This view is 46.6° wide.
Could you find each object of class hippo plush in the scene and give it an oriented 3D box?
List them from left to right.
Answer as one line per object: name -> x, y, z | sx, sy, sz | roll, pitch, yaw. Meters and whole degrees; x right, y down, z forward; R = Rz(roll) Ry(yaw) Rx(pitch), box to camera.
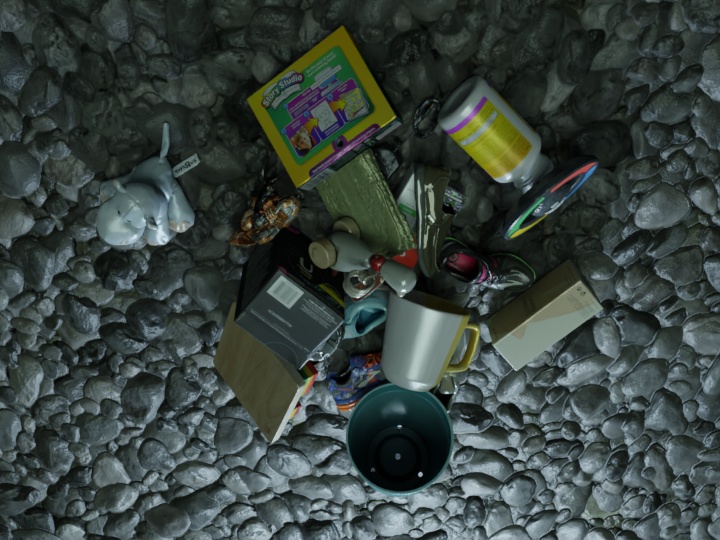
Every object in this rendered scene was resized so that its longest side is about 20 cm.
hippo plush -> -0.352, -0.103, 1.395 | 0.199, 0.162, 0.160 | -37, 112, 16

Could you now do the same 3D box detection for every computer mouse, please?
computer mouse -> 0.066, -0.214, 1.426 | 0.059, 0.034, 0.200 | 45, 103, -3

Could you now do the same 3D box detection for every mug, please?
mug -> 0.121, 0.132, 1.480 | 0.183, 0.149, 0.156 | 16, 98, 0

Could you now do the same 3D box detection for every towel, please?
towel -> 0.004, -0.107, 1.424 | 0.147, 0.036, 0.202 | -16, 108, 44

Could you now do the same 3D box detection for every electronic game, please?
electronic game -> 0.315, -0.121, 1.395 | 0.199, 0.199, 0.042 | -42, 76, 17

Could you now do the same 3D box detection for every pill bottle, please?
pill bottle -> 0.227, -0.217, 1.382 | 0.199, 0.105, 0.104 | 40, 109, -18

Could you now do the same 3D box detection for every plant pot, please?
plant pot -> 0.074, 0.340, 1.592 | 0.196, 0.204, 0.189 | -3, 155, 0

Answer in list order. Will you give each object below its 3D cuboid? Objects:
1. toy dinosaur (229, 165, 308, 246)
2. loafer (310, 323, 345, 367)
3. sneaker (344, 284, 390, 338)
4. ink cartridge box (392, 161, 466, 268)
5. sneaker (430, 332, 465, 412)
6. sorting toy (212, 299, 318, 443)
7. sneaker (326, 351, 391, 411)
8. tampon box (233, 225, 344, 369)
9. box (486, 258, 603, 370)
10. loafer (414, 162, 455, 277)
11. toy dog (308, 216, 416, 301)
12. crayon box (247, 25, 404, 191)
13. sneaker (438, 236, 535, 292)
toy dinosaur -> -0.164, -0.094, 1.406 | 0.197, 0.137, 0.103 | -7, 131, 30
loafer -> -0.089, 0.154, 1.536 | 0.071, 0.063, 0.200 | 32, 137, -9
sneaker -> -0.029, 0.094, 1.544 | 0.198, 0.082, 0.074 | -31, 112, 15
ink cartridge box -> 0.090, -0.078, 1.478 | 0.108, 0.051, 0.202 | 25, 113, -14
sneaker -> 0.165, 0.183, 1.586 | 0.074, 0.092, 0.204 | -1, 116, 0
sorting toy -> -0.171, 0.175, 1.523 | 0.199, 0.069, 0.201 | 49, 140, 20
sneaker -> 0.016, 0.192, 1.600 | 0.199, 0.076, 0.079 | -37, 109, 14
tampon box -> -0.119, 0.036, 1.447 | 0.149, 0.201, 0.126 | 37, 111, -20
box -> 0.335, 0.082, 1.540 | 0.199, 0.095, 0.078 | -39, 111, 15
loafer -> 0.127, -0.081, 1.407 | 0.068, 0.076, 0.203 | -2, 117, 4
toy dog -> 0.000, 0.000, 1.391 | 0.130, 0.200, 0.098 | -20, 135, -21
crayon box -> -0.058, -0.257, 1.340 | 0.198, 0.058, 0.174 | -33, 80, 14
sneaker -> 0.220, 0.003, 1.503 | 0.196, 0.084, 0.078 | 14, 116, -8
